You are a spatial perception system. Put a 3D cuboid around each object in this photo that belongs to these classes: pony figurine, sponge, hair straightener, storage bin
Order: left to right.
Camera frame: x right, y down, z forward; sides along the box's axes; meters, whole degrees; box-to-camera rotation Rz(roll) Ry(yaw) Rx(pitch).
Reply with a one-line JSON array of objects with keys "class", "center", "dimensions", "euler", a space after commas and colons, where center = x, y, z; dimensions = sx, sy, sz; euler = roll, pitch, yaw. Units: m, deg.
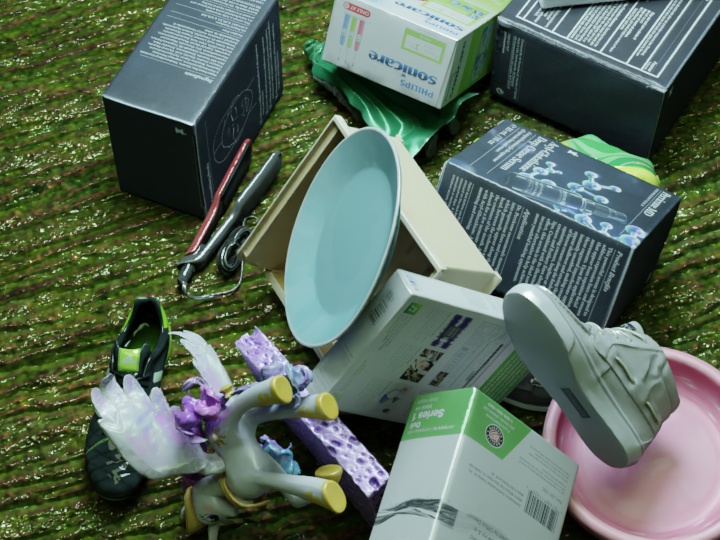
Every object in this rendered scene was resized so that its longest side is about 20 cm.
[{"class": "pony figurine", "center": [-0.114, 0.143, 1.361], "dimensions": [0.166, 0.200, 0.193], "euler": [-33, 99, -51]}, {"class": "hair straightener", "center": [-0.125, -0.047, 1.617], "dimensions": [0.077, 0.041, 0.200], "euler": [19, 55, 13]}, {"class": "sponge", "center": [-0.036, 0.147, 1.431], "dimensions": [0.030, 0.112, 0.200], "euler": [-37, 61, -12]}, {"class": "storage bin", "center": [0.000, 0.000, 1.484], "dimensions": [0.094, 0.199, 0.200], "euler": [6, 41, -46]}]

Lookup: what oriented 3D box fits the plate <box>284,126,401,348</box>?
[{"class": "plate", "center": [-0.010, -0.027, 1.382], "dimensions": [0.026, 0.200, 0.200], "euler": [16, 49, -26]}]

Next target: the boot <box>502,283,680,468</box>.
[{"class": "boot", "center": [0.206, 0.071, 1.393], "dimensions": [0.096, 0.200, 0.073], "euler": [-44, 23, -26]}]

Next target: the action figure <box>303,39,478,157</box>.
[{"class": "action figure", "center": [0.015, -0.198, 1.723], "dimensions": [0.200, 0.055, 0.118], "euler": [37, 63, 23]}]

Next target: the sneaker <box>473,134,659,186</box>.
[{"class": "sneaker", "center": [0.213, -0.101, 1.655], "dimensions": [0.200, 0.074, 0.084], "euler": [12, 29, 12]}]

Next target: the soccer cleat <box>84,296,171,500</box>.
[{"class": "soccer cleat", "center": [-0.217, 0.115, 1.471], "dimensions": [0.067, 0.081, 0.200], "euler": [5, 54, 3]}]

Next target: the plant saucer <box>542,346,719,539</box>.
[{"class": "plant saucer", "center": [0.265, 0.168, 1.447], "dimensions": [0.200, 0.051, 0.201], "euler": [0, 62, 1]}]

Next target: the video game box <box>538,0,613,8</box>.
[{"class": "video game box", "center": [0.261, -0.371, 1.711], "dimensions": [0.182, 0.047, 0.200], "euler": [-8, 52, -6]}]

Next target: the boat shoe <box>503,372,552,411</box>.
[{"class": "boat shoe", "center": [0.138, 0.081, 1.513], "dimensions": [0.201, 0.061, 0.072], "euler": [12, 54, 8]}]

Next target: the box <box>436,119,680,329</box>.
[{"class": "box", "center": [0.184, -0.044, 1.538], "dimensions": [0.200, 0.107, 0.148], "euler": [26, 31, 16]}]

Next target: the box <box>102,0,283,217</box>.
[{"class": "box", "center": [-0.169, -0.184, 1.652], "dimensions": [0.107, 0.149, 0.200], "euler": [18, 55, 13]}]

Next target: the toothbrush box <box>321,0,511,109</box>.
[{"class": "toothbrush box", "center": [0.073, -0.265, 1.710], "dimensions": [0.145, 0.086, 0.200], "euler": [25, 34, 18]}]

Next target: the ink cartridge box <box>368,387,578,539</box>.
[{"class": "ink cartridge box", "center": [0.089, 0.222, 1.336], "dimensions": [0.084, 0.146, 0.200], "euler": [-12, 49, 47]}]

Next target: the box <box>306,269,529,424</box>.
[{"class": "box", "center": [0.067, 0.077, 1.407], "dimensions": [0.200, 0.144, 0.036], "euler": [17, 34, -40]}]

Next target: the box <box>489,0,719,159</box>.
[{"class": "box", "center": [0.275, -0.251, 1.721], "dimensions": [0.198, 0.123, 0.200], "euler": [27, 56, 19]}]
